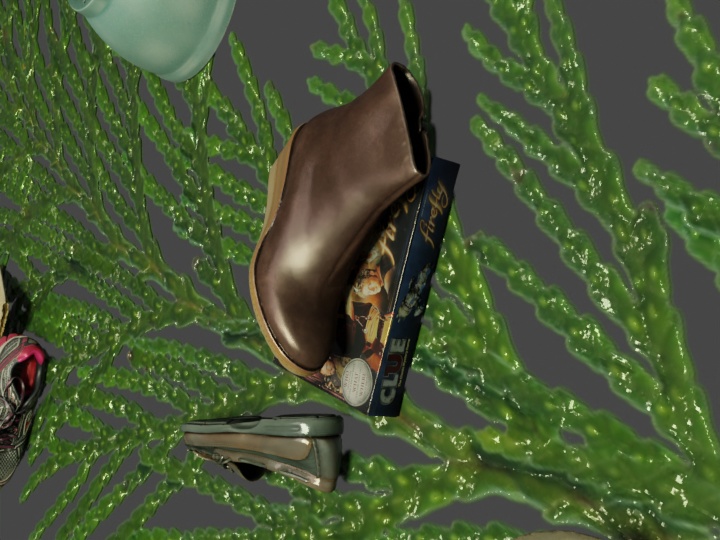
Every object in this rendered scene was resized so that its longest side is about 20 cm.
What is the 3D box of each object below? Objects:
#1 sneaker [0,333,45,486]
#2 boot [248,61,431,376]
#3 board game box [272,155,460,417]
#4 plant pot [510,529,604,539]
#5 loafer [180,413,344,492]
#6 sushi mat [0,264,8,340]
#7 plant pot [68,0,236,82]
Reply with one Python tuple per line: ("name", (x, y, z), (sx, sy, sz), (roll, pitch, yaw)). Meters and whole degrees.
("sneaker", (-0.468, 0.187, 1.219), (0.074, 0.080, 0.203), (9, 89, 47))
("boot", (-0.013, -0.037, 0.690), (0.166, 0.072, 0.203), (-29, 58, 45))
("board game box", (0.000, 0.000, 0.751), (0.135, 0.034, 0.203), (19, 97, 49))
("plant pot", (0.090, 0.276, 0.495), (0.184, 0.198, 0.202), (-58, 45, 40))
("loafer", (-0.092, 0.159, 0.802), (0.198, 0.071, 0.064), (-11, 80, 45))
("sushi mat", (-0.526, 0.061, 1.326), (0.200, 0.012, 0.097), (35, 108, 61))
("plant pot", (-0.241, -0.325, 1.018), (0.199, 0.133, 0.204), (-13, 73, 48))
